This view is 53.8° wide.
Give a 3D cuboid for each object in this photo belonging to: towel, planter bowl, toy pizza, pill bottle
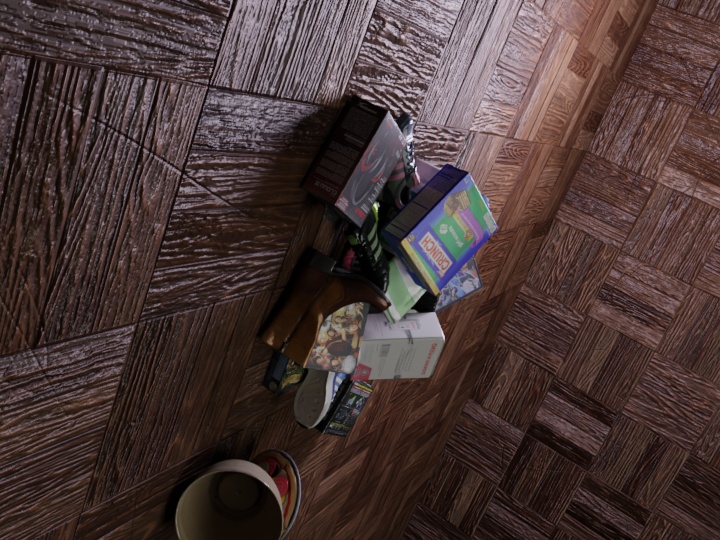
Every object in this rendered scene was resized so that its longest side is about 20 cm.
[{"bbox_3d":[0.111,0.008,1.509,0.200,0.023,0.153,-43,137,-11],"label":"towel"},{"bbox_3d":[-0.242,0.449,1.363,0.202,0.199,0.135,-63,-175,7],"label":"planter bowl"},{"bbox_3d":[-0.202,0.469,1.462,0.032,0.200,0.202,30,90,-43],"label":"toy pizza"},{"bbox_3d":[0.119,-0.130,1.526,0.113,0.112,0.202,-1,118,-66],"label":"pill bottle"}]

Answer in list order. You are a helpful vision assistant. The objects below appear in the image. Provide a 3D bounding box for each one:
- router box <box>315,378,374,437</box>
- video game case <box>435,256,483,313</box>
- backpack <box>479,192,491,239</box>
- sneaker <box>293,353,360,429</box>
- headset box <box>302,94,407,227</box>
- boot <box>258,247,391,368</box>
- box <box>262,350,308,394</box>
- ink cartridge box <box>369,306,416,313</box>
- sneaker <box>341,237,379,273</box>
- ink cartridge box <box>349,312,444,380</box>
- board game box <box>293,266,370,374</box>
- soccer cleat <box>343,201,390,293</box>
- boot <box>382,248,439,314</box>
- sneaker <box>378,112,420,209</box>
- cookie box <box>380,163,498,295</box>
[{"bbox_3d":[-0.050,0.336,1.793,0.151,0.062,0.200,-58,158,-5],"label":"router box"},{"bbox_3d":[0.209,-0.016,1.762,0.180,0.025,0.202,-25,100,-31],"label":"video game case"},{"bbox_3d":[0.184,-0.097,1.637,0.200,0.182,0.135,-40,148,-25],"label":"backpack"},{"bbox_3d":[-0.058,0.232,1.512,0.146,0.080,0.202,-8,118,-57],"label":"sneaker"},{"bbox_3d":[-0.011,-0.175,1.229,0.201,0.075,0.149,-60,159,-2],"label":"headset box"},{"bbox_3d":[-0.061,0.089,1.308,0.201,0.187,0.068,-61,-167,-3],"label":"boot"},{"bbox_3d":[-0.112,0.165,1.473,0.199,0.037,0.138,-16,131,-61],"label":"box"},{"bbox_3d":[0.070,0.127,1.774,0.199,0.083,0.146,-18,134,-61],"label":"ink cartridge box"},{"bbox_3d":[0.000,0.000,1.503,0.096,0.078,0.202,-67,174,-58],"label":"sneaker"},{"bbox_3d":[0.075,0.174,1.618,0.197,0.083,0.147,0,134,-15],"label":"ink cartridge box"},{"bbox_3d":[-0.048,0.097,1.393,0.135,0.034,0.202,14,88,-41],"label":"board game box"},{"bbox_3d":[0.007,-0.045,1.365,0.081,0.067,0.203,-10,90,-49],"label":"soccer cleat"},{"bbox_3d":[0.106,0.028,1.602,0.211,0.156,0.080,81,31,-69],"label":"boot"},{"bbox_3d":[0.090,-0.211,1.403,0.070,0.082,0.201,-38,149,-41],"label":"sneaker"},{"bbox_3d":[0.163,-0.081,1.435,0.200,0.075,0.172,-45,129,-10],"label":"cookie box"}]
